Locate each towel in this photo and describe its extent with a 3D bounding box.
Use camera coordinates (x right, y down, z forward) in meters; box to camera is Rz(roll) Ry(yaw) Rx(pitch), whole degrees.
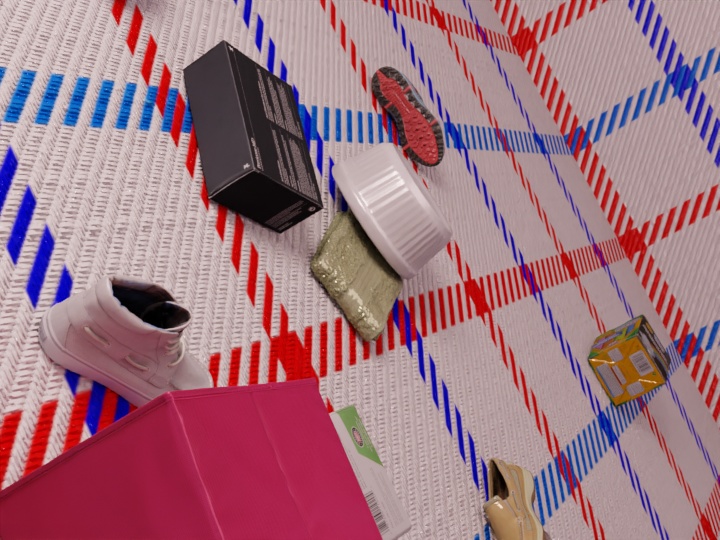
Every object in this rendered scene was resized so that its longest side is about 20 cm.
[{"bbox_3d":[0.000,0.000,1.425,0.149,0.036,0.200,54,25,-12],"label":"towel"}]

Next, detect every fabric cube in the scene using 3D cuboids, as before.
[{"bbox_3d":[-0.116,0.214,0.777,0.200,0.196,0.200,4,57,-60],"label":"fabric cube"}]

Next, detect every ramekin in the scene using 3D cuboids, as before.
[{"bbox_3d":[0.052,-0.093,1.499,0.203,0.094,0.202,55,9,-12],"label":"ramekin"}]

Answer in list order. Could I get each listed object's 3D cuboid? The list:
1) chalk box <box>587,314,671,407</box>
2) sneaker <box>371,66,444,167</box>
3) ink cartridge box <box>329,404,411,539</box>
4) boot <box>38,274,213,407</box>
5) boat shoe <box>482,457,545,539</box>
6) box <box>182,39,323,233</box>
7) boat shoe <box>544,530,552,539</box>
[{"bbox_3d":[0.581,0.185,2.234,0.125,0.124,0.200,59,23,-1],"label":"chalk box"},{"bbox_3d":[0.101,-0.281,1.876,0.200,0.079,0.095,62,22,4],"label":"sneaker"},{"bbox_3d":[-0.048,0.229,1.022,0.200,0.084,0.146,-7,69,-63],"label":"ink cartridge box"},{"bbox_3d":[-0.180,0.069,0.929,0.200,0.095,0.074,32,37,-47],"label":"boot"},{"bbox_3d":[0.198,0.337,1.415,0.076,0.072,0.200,34,25,-19],"label":"boat shoe"},{"bbox_3d":[-0.135,-0.165,1.297,0.141,0.079,0.200,30,38,-53],"label":"box"},{"bbox_3d":[0.258,0.442,1.392,0.072,0.076,0.200,45,30,-35],"label":"boat shoe"}]
